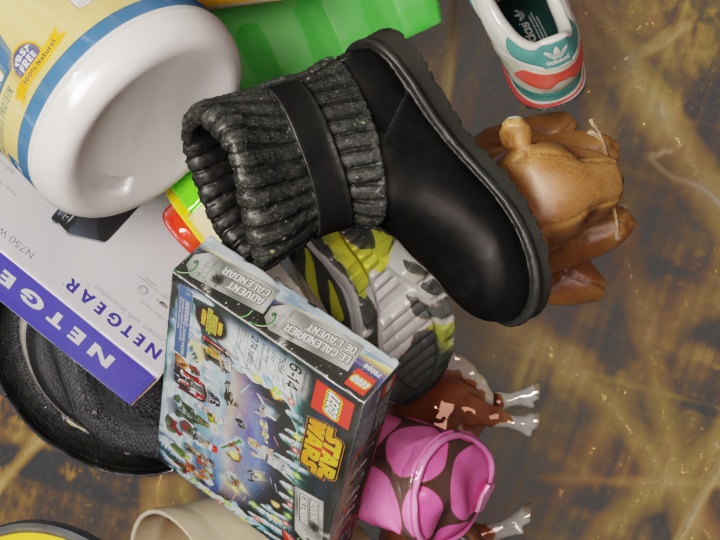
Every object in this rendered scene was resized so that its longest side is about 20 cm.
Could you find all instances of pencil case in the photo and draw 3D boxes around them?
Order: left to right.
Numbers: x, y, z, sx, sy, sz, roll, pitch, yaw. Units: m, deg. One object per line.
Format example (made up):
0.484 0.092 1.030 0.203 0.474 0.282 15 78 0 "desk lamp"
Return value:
0.000 0.127 1.046 0.094 0.200 0.091 33 76 -40 "pencil case"

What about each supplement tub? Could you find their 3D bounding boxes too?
-0.183 -0.143 0.925 0.145 0.145 0.200 -46 68 -1 "supplement tub"

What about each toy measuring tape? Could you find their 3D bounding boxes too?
-0.066 -0.013 0.975 0.074 0.074 0.200 -39 71 -1 "toy measuring tape"

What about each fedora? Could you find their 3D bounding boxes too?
-0.157 0.062 1.071 0.200 0.092 0.201 -3 104 -14 "fedora"

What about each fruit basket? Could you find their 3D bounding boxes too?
-0.059 -0.235 1.079 0.215 0.156 0.216 -1 106 -4 "fruit basket"

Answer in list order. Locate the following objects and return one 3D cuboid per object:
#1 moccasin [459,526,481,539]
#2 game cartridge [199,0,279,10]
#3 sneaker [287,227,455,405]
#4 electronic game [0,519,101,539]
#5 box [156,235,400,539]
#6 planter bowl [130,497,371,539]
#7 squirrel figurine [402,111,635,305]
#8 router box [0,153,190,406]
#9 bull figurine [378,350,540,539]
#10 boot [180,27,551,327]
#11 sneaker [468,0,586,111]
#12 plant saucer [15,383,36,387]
0.073 0.259 1.090 0.074 0.078 0.202 0 116 26 "moccasin"
-0.103 -0.259 1.028 0.176 0.032 0.200 -3 65 26 "game cartridge"
0.000 0.000 1.041 0.074 0.085 0.200 -32 120 -16 "sneaker"
-0.218 0.273 1.090 0.200 0.042 0.200 2 96 21 "electronic game"
-0.056 0.087 0.939 0.137 0.200 0.040 32 53 16 "box"
-0.057 0.241 1.066 0.135 0.200 0.201 -15 91 -29 "planter bowl"
0.087 -0.042 1.056 0.200 0.187 0.142 -3 91 -2 "squirrel figurine"
-0.169 -0.042 1.015 0.200 0.049 0.180 39 51 -7 "router box"
0.065 0.124 1.115 0.121 0.065 0.200 5 92 4 "bull figurine"
0.002 -0.031 0.921 0.158 0.079 0.211 -32 84 -35 "boot"
0.101 -0.212 1.082 0.070 0.093 0.200 -23 70 -3 "sneaker"
-0.242 -0.014 1.092 0.200 0.027 0.200 -7 112 -18 "plant saucer"
